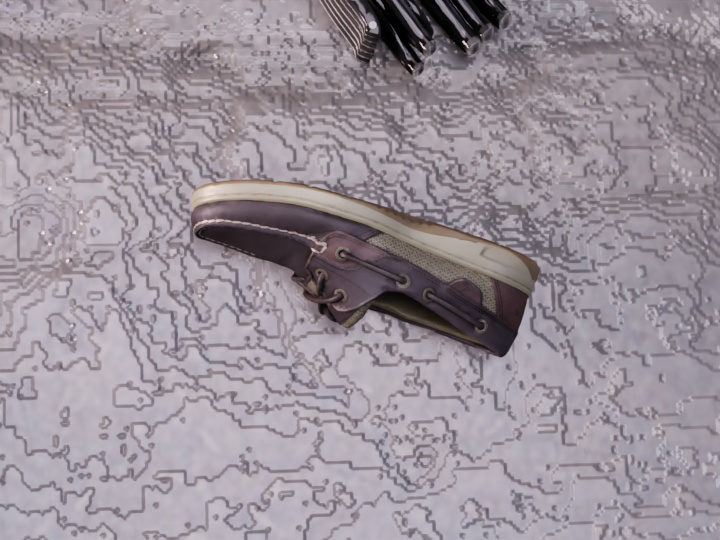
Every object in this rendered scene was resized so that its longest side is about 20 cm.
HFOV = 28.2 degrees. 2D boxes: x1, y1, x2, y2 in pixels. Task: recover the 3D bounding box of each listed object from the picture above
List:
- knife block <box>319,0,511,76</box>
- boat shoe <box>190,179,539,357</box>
[{"bbox_3d":[0.010,-0.219,0.829,0.175,0.064,0.200,6,81,-7],"label":"knife block"},{"bbox_3d":[0.000,0.000,0.796,0.200,0.072,0.065,15,76,-11],"label":"boat shoe"}]
